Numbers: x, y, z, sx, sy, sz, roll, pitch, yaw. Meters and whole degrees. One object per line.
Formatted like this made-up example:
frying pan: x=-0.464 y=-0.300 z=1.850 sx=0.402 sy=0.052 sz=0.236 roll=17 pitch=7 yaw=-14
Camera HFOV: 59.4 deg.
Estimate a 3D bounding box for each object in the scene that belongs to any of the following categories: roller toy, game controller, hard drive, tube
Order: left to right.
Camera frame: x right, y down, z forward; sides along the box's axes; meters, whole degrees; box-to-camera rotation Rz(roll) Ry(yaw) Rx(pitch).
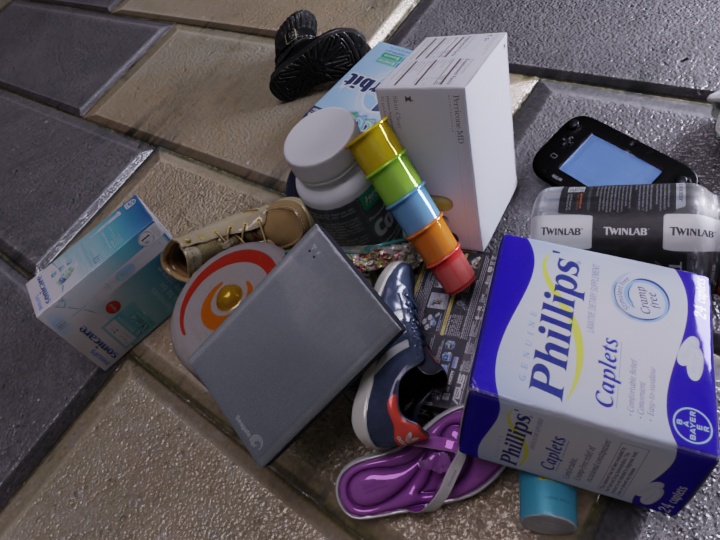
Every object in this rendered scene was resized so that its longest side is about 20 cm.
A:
roller toy: x=-0.134 y=0.069 z=0.774 sx=0.177 sy=0.141 sz=0.205 roll=-2 pitch=54 yaw=25
hard drive: x=-0.068 y=0.076 z=0.641 sx=0.200 sy=0.033 sz=0.140 roll=-45 pitch=72 yaw=9
tube: x=0.184 y=0.148 z=0.623 sx=0.075 sy=0.051 sz=0.204 roll=15 pitch=54 yaw=-6
game controller: x=0.304 y=-0.118 z=0.772 sx=0.104 sy=0.042 sz=0.200 roll=-38 pitch=47 yaw=-6

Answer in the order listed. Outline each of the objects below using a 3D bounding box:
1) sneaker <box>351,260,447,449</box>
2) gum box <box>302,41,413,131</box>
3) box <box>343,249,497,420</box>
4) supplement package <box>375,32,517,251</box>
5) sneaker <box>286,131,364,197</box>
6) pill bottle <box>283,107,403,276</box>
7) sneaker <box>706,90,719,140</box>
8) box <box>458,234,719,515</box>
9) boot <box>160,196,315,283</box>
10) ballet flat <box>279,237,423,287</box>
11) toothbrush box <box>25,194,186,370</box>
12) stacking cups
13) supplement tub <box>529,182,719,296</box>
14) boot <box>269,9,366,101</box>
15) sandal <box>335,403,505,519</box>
sneaker: x=0.052 y=0.082 z=0.653 sx=0.082 sy=0.075 sz=0.206 roll=-7 pitch=60 yaw=31
gum box: x=0.027 y=-0.279 z=1.029 sx=0.200 sy=0.045 sz=0.168 roll=-47 pitch=48 yaw=-14
box: x=0.078 y=0.067 z=0.735 sx=0.157 sy=0.050 sz=0.204 roll=6 pitch=58 yaw=27
supplement package: x=0.113 y=-0.154 z=0.762 sx=0.108 sy=0.204 sz=0.157 roll=7 pitch=40 yaw=29
sneaker: x=-0.031 y=-0.136 z=0.936 sx=0.196 sy=0.081 sz=0.077 roll=-13 pitch=75 yaw=39
pill bottle: x=-0.015 y=-0.096 z=0.802 sx=0.110 sy=0.202 sz=0.116 roll=-13 pitch=49 yaw=16
sneaker: x=0.451 y=-0.145 z=0.713 sx=0.078 sy=0.071 sz=0.204 roll=-16 pitch=43 yaw=25
box: x=0.203 y=0.085 z=0.577 sx=0.194 sy=0.107 sz=0.187 roll=12 pitch=51 yaw=14
boot: x=-0.167 y=-0.040 z=0.853 sx=0.196 sy=0.075 sz=0.154 roll=-4 pitch=16 yaw=43
ballet flat: x=0.000 y=0.000 z=0.728 sx=0.194 sy=0.066 sz=0.075 roll=-8 pitch=-2 yaw=-22
toothbrush box: x=-0.347 y=0.019 z=0.912 sx=0.199 sy=0.148 sz=0.085 roll=-40 pitch=47 yaw=-9
stacking cups: x=0.058 y=-0.066 z=0.700 sx=0.060 sy=0.203 sz=0.061 roll=-31 pitch=10 yaw=6
supplement tub: x=0.283 y=-0.026 z=0.657 sx=0.194 sy=0.123 sz=0.125 roll=1 pitch=55 yaw=27
boot: x=-0.080 y=-0.414 z=1.149 sx=0.206 sy=0.080 sz=0.161 roll=-17 pitch=49 yaw=24
sandal: x=0.063 y=0.198 z=0.620 sx=0.199 sy=0.050 sz=0.084 roll=-30 pitch=79 yaw=13
